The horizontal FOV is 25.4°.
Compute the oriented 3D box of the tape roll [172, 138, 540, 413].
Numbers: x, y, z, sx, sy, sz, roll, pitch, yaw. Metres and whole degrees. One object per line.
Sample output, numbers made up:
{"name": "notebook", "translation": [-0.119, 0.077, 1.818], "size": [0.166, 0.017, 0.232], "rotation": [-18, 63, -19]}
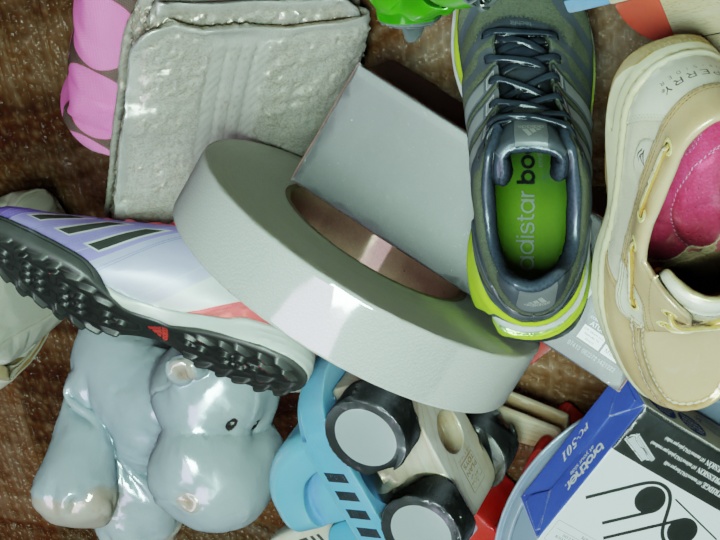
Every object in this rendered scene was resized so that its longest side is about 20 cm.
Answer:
{"name": "tape roll", "translation": [0.000, 0.000, 0.820], "size": [0.202, 0.203, 0.037], "rotation": [32, 106, 6]}

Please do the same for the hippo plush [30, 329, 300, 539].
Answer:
{"name": "hippo plush", "translation": [-0.096, 0.084, 0.984], "size": [0.160, 0.159, 0.201], "rotation": [-2, 82, 43]}

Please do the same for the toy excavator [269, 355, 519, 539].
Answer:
{"name": "toy excavator", "translation": [-0.008, 0.140, 0.932], "size": [0.200, 0.100, 0.195], "rotation": [-18, 109, 33]}

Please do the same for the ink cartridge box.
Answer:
{"name": "ink cartridge box", "translation": [0.194, 0.141, 0.861], "size": [0.200, 0.044, 0.094], "rotation": [30, 108, -20]}

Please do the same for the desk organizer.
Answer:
{"name": "desk organizer", "translation": [0.073, -0.029, 0.838], "size": [0.200, 0.077, 0.072], "rotation": [33, 107, 6]}

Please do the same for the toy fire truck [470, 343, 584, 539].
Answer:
{"name": "toy fire truck", "translation": [0.096, 0.094, 0.949], "size": [0.141, 0.049, 0.200], "rotation": [44, 134, -5]}

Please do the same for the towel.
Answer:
{"name": "towel", "translation": [-0.072, -0.071, 0.888], "size": [0.132, 0.035, 0.200], "rotation": [-5, 136, -19]}

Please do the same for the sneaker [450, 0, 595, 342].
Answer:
{"name": "sneaker", "translation": [0.082, -0.069, 0.753], "size": [0.074, 0.081, 0.201], "rotation": [-5, 83, 1]}

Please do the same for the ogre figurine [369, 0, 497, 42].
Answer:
{"name": "ogre figurine", "translation": [0.017, -0.193, 0.747], "size": [0.200, 0.098, 0.120], "rotation": [47, 144, 3]}

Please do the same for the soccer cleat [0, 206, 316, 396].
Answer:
{"name": "soccer cleat", "translation": [-0.111, 0.001, 0.875], "size": [0.199, 0.073, 0.068], "rotation": [21, 152, 3]}

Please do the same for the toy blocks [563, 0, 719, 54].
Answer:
{"name": "toy blocks", "translation": [0.141, -0.159, 0.716], "size": [0.136, 0.100, 0.200], "rotation": [-5, 121, 47]}

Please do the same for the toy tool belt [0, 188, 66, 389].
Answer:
{"name": "toy tool belt", "translation": [-0.273, 0.024, 1.021], "size": [0.123, 0.200, 0.125], "rotation": [-5, 112, 31]}

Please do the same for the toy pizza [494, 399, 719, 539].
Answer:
{"name": "toy pizza", "translation": [0.170, 0.150, 0.904], "size": [0.199, 0.032, 0.201], "rotation": [-3, 114, -7]}

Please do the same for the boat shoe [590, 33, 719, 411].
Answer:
{"name": "boat shoe", "translation": [0.148, -0.005, 0.727], "size": [0.073, 0.069, 0.200], "rotation": [-16, 127, -6]}

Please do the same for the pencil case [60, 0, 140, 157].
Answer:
{"name": "pencil case", "translation": [-0.120, -0.161, 0.868], "size": [0.090, 0.094, 0.200], "rotation": [-5, 134, -21]}
